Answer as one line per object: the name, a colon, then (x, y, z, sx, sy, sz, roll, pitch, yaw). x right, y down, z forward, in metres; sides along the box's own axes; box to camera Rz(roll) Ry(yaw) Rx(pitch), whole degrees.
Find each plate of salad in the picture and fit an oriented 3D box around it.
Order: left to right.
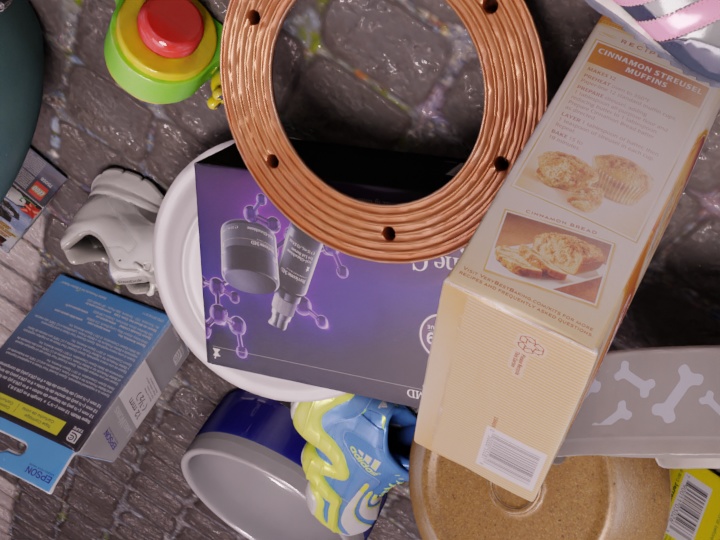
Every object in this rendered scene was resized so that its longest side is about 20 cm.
plate of salad: (-0.055, -0.001, 0.871, 0.198, 0.048, 0.202, 6, 112, 15)

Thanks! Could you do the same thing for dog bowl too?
dog bowl: (-0.075, 0.210, 1.207, 0.198, 0.079, 0.201, 24, 148, 16)
dog bowl: (0.199, 0.083, 0.704, 0.198, 0.059, 0.200, 0, 168, 0)

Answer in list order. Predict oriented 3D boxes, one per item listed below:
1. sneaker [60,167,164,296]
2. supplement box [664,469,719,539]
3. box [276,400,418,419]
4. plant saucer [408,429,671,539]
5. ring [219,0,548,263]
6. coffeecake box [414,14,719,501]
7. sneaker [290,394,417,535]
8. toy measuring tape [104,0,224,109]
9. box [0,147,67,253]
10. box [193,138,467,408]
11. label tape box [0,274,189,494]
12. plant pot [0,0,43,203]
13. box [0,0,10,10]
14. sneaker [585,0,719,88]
sneaker: (-0.145, -0.012, 0.951, 0.198, 0.087, 0.075, 15, 143, 26)
supplement box: (0.260, 0.235, 0.898, 0.199, 0.110, 0.109, 33, 150, -1)
box: (0.006, 0.088, 0.993, 0.160, 0.044, 0.200, 35, 149, -3)
plant saucer: (0.113, 0.146, 0.842, 0.198, 0.203, 0.035, 13, -178, 31)
ring: (0.010, -0.101, 0.668, 0.198, 0.019, 0.203, 10, 113, 23)
coffeecake box: (0.107, -0.012, 0.602, 0.073, 0.201, 0.154, 25, 149, 13)
sneaker: (0.009, 0.161, 0.975, 0.104, 0.076, 0.201, 15, 144, 27)
toy measuring tape: (-0.157, -0.164, 0.763, 0.199, 0.074, 0.074, 37, 149, -6)
box: (-0.361, -0.110, 1.060, 0.200, 0.040, 0.137, 41, 150, -13)
box: (0.000, 0.000, 0.769, 0.198, 0.079, 0.143, 9, 115, 25)
label tape box: (-0.275, 0.113, 1.136, 0.142, 0.201, 0.066, 18, 148, 23)
plant pot: (-0.303, -0.147, 0.859, 0.198, 0.135, 0.201, 23, 148, 16)
box: (-0.226, -0.247, 0.626, 0.078, 0.142, 0.200, -8, 130, 47)
sneaker: (0.140, -0.142, 0.515, 0.199, 0.070, 0.082, 31, 152, 2)
